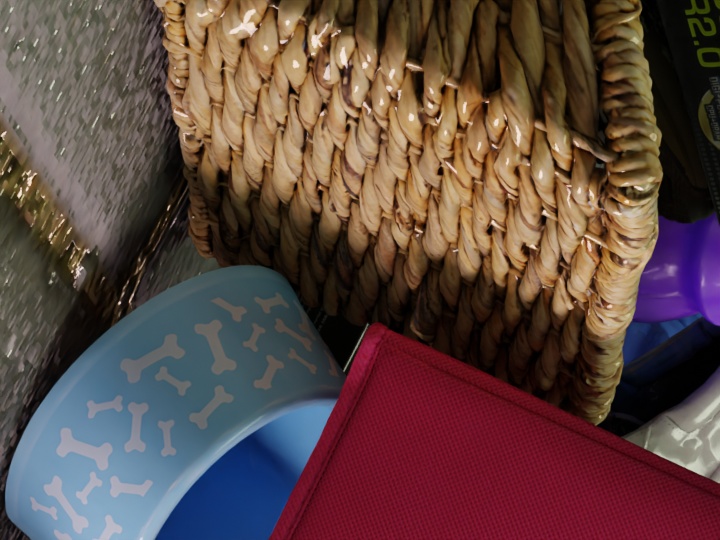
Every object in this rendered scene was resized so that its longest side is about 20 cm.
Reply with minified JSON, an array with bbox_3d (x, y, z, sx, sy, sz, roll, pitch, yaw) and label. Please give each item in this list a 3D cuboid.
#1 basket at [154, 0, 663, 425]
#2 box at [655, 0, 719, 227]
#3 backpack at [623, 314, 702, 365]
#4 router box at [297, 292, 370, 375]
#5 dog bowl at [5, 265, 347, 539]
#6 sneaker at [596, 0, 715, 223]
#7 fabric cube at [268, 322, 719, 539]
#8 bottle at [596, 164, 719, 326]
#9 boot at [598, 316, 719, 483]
[{"bbox_3d":[0.039,-0.066,0.842,0.143,0.149,0.200,-61,168,-20],"label":"basket"},{"bbox_3d":[0.130,-0.122,0.894,0.160,0.044,0.200,-69,148,-41],"label":"box"},{"bbox_3d":[0.096,0.079,1.432,0.168,0.162,0.200,-36,151,-63],"label":"backpack"},{"bbox_3d":[0.000,0.000,1.064,0.200,0.052,0.157,-62,170,-13],"label":"router box"},{"bbox_3d":[-0.050,0.086,0.895,0.111,0.050,0.200,-30,147,-28],"label":"dog bowl"},{"bbox_3d":[0.103,-0.110,0.972,0.077,0.089,0.200,75,1,-61],"label":"sneaker"},{"bbox_3d":[0.067,0.157,0.867,0.196,0.199,0.200,-63,164,-6],"label":"fabric cube"},{"bbox_3d":[0.112,-0.022,1.157,0.084,0.200,0.065,-62,144,-15],"label":"bottle"},{"bbox_3d":[0.097,0.097,1.177,0.200,0.074,0.096,-40,125,-2],"label":"boot"}]
